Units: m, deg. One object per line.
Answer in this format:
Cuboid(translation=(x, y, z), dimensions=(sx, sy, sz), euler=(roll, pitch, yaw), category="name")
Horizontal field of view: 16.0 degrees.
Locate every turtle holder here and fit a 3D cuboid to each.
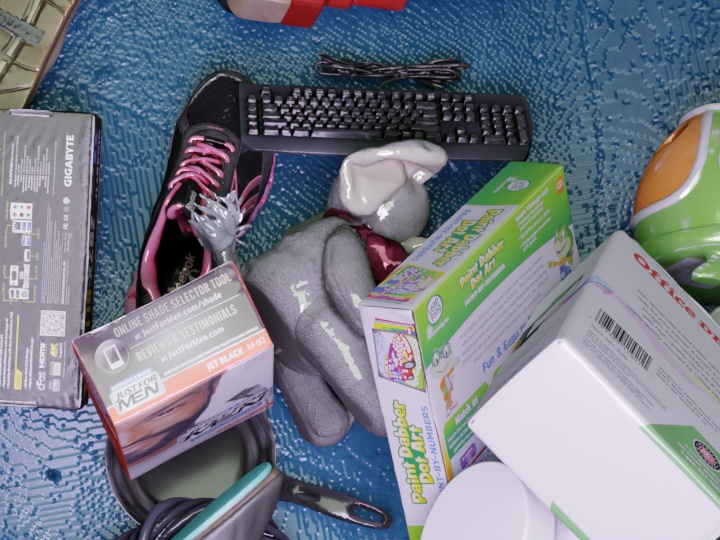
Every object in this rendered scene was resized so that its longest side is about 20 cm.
Cuboid(translation=(0.271, -0.038, 1.701), dimensions=(0.184, 0.141, 0.133), euler=(0, 72, 4), category="turtle holder")

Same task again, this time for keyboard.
Cuboid(translation=(0.016, -0.114, 1.734), dimensions=(0.198, 0.021, 0.127), euler=(2, 34, -7), category="keyboard")

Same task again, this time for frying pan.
Cuboid(translation=(-0.076, 0.123, 1.713), dimensions=(0.188, 0.031, 0.116), euler=(-3, 78, -5), category="frying pan")

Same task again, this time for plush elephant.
Cuboid(translation=(0.000, 0.000, 1.677), dimensions=(0.154, 0.165, 0.201), euler=(-35, 90, -21), category="plush elephant")

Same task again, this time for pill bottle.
Cuboid(translation=(0.137, 0.191, 1.553), dimensions=(0.199, 0.115, 0.117), euler=(25, 73, -35), category="pill bottle")

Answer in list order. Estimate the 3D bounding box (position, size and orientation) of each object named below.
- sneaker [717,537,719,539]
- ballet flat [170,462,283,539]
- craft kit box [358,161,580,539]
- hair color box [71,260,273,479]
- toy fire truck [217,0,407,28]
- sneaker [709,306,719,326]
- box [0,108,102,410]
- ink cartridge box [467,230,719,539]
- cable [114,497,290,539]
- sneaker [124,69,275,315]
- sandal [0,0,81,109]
Cuboid(translation=(0.185, 0.106, 1.661), dimensions=(0.086, 0.074, 0.201), euler=(-6, 113, 3), category="sneaker")
Cuboid(translation=(-0.119, 0.201, 1.620), dimensions=(0.199, 0.068, 0.069), euler=(-34, 96, 3), category="ballet flat")
Cuboid(translation=(0.083, 0.062, 1.615), dimensions=(0.048, 0.199, 0.200), euler=(8, 31, 31), category="craft kit box")
Cuboid(translation=(-0.115, 0.067, 1.611), dimensions=(0.110, 0.200, 0.064), euler=(-27, 77, -8), category="hair color box")
Cuboid(translation=(0.009, -0.259, 1.770), dimensions=(0.198, 0.129, 0.177), euler=(8, 76, -11), category="toy fire truck")
Cuboid(translation=(0.274, 0.114, 1.663), dimensions=(0.077, 0.080, 0.201), euler=(-26, 115, 15), category="sneaker")
Cuboid(translation=(-0.257, -0.010, 1.712), dimensions=(0.158, 0.049, 0.202), euler=(2, 90, 2), category="box")
Cuboid(translation=(0.160, 0.080, 1.517), dimensions=(0.145, 0.200, 0.084), euler=(45, 115, -3), category="ink cartridge box")
Cuboid(translation=(-0.116, 0.246, 1.662), dimensions=(0.200, 0.051, 0.163), euler=(-43, 92, -4), category="cable")
Cuboid(translation=(-0.107, -0.047, 1.723), dimensions=(0.078, 0.095, 0.201), euler=(13, 75, 5), category="sneaker")
Cuboid(translation=(-0.247, -0.152, 1.765), dimensions=(0.080, 0.054, 0.201), euler=(31, 83, 2), category="sandal")
